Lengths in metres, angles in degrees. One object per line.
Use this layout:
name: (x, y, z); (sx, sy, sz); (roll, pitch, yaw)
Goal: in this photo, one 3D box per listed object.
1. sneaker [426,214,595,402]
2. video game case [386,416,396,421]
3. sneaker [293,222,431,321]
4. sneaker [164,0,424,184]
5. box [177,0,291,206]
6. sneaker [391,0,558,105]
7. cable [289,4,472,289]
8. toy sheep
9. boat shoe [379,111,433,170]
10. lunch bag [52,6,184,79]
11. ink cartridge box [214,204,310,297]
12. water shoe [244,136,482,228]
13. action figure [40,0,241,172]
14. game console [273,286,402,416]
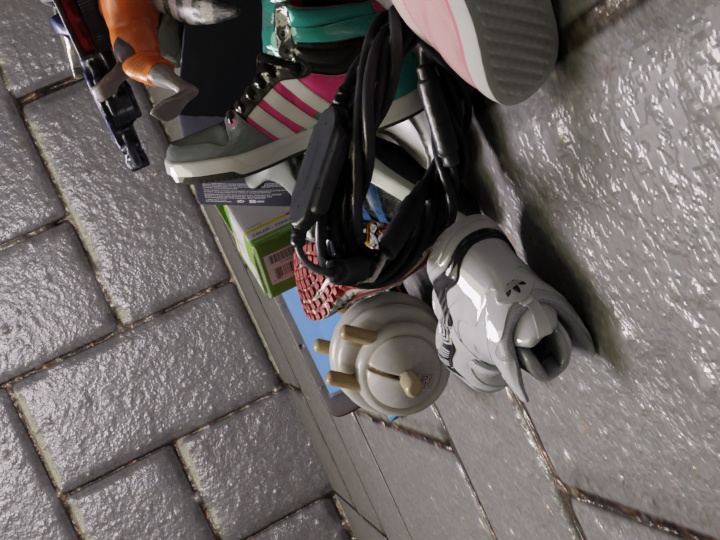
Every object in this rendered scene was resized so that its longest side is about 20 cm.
sneaker: (0.111, 0.057, 0.772); (0.115, 0.075, 0.201); (50, 167, 37)
video game case: (0.027, 0.128, 1.427); (0.144, 0.018, 0.200); (63, 168, 11)
sneaker: (0.000, 0.000, 1.011); (0.199, 0.082, 0.079); (-18, 82, 55)
sneaker: (-0.060, -0.142, 0.734); (0.084, 0.198, 0.122); (-100, -9, -69)
box: (-0.104, -0.187, 0.964); (0.182, 0.103, 0.202); (101, 170, -69)
sneaker: (0.047, -0.188, 0.552); (0.105, 0.075, 0.201); (48, 164, 40)
cable: (0.030, -0.081, 0.686); (0.051, 0.202, 0.163); (20, -176, 35)
toy sheep: (0.028, 0.085, 1.057); (0.200, 0.137, 0.139); (-114, 3, -68)
boat shoe: (0.011, -0.142, 0.821); (0.201, 0.068, 0.072); (59, 167, 27)
lunch bag: (-0.213, -0.291, 0.919); (0.201, 0.116, 0.165); (-94, -1, -52)
ink cartridge box: (-0.080, -0.080, 1.154); (0.200, 0.147, 0.076); (52, 163, 46)
water shoe: (0.001, -0.063, 0.830); (0.199, 0.071, 0.079); (28, 117, 10)
action figure: (-0.163, -0.171, 0.776); (0.193, 0.104, 0.201); (38, 151, 54)
game console: (-0.016, 0.058, 1.227); (0.201, 0.118, 0.172); (63, 168, 6)
